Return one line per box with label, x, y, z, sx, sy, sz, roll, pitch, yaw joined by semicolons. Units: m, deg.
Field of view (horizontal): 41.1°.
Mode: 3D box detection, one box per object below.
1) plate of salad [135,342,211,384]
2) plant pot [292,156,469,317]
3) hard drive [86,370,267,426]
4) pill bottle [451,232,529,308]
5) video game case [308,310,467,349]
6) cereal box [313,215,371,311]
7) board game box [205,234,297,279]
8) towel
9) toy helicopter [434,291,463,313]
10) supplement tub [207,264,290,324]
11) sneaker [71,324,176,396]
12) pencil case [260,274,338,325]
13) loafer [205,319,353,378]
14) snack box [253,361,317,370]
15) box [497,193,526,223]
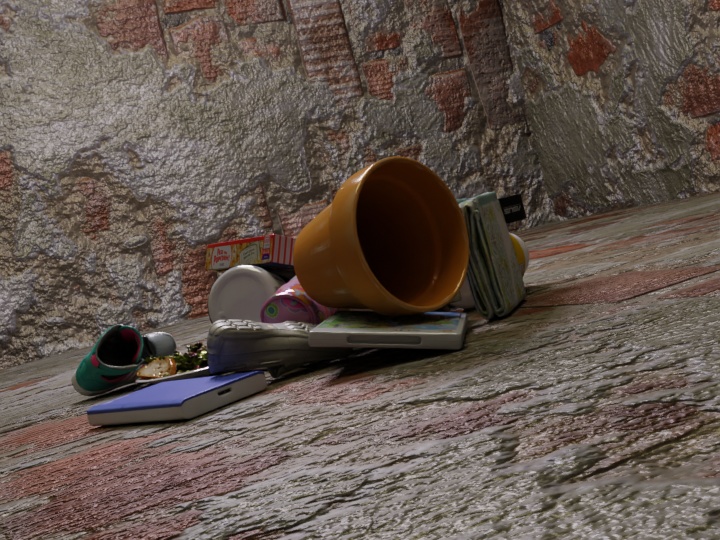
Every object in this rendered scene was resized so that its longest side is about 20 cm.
plate of salad;-0.266;0.143;1.545;0.199;0.048;0.200;-14;2;0
plant pot;0.011;-0.027;1.274;0.199;0.201;0.183;-16;-2;-42
hard drive;-0.230;0.159;1.191;0.199;0.026;0.132;-12;3;42
pill bottle;0.205;-0.009;1.573;0.112;0.113;0.200;-12;3;30
video game case;0.041;0.073;1.211;0.181;0.022;0.200;1;4;8
cereal box;0.000;0.000;1.489;0.039;0.201;0.144;-22;1;17
board game box;-0.138;-0.017;1.566;0.151;0.047;0.199;10;-10;-39
towel;0.184;-0.025;1.377;0.048;0.172;0.200;-15;2;20
toy helicopter;0.047;0.059;1.374;0.199;0.079;0.132;-15;-1;-5
supplement tub;-0.151;0.064;1.534;0.122;0.123;0.200;-13;-11;15
sneaker;-0.376;0.131;1.597;0.200;0.084;0.121;-26;-14;-44
pencil case;-0.080;0.048;1.392;0.087;0.088;0.200;-13;11;15
loafer;-0.104;0.105;1.250;0.199;0.070;0.070;4;11;-23
snack box;-0.111;0.122;1.387;0.072;0.024;0.199;-17;4;-41
box;0.141;-0.073;1.544;0.199;0.045;0.160;-15;1;-32
